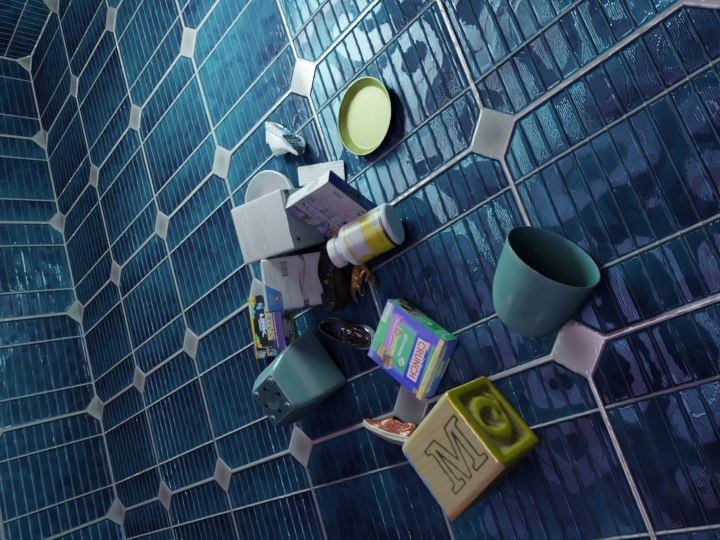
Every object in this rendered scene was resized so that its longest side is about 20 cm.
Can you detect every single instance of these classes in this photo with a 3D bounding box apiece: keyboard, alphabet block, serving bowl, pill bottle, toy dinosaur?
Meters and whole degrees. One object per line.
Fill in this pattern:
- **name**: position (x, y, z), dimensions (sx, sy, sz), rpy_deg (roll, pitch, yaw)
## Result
- **keyboard**: position (-0.119, -0.289, 1.690), dimensions (0.196, 0.010, 0.059), rpy_deg (1, 93, 43)
- **alphabet block**: position (0.246, 0.394, 1.280), dimensions (0.197, 0.192, 0.203), rpy_deg (48, 123, 26)
- **serving bowl**: position (-0.270, -0.210, 1.785), dimensions (0.194, 0.065, 0.208), rpy_deg (5, 99, 29)
- **pill bottle**: position (0.011, -0.085, 1.490), dimensions (0.196, 0.111, 0.115), rpy_deg (-26, 76, 26)
- **toy dinosaur**: position (0.000, 0.000, 1.567), dimensions (0.105, 0.059, 0.207), rpy_deg (24, 108, 40)

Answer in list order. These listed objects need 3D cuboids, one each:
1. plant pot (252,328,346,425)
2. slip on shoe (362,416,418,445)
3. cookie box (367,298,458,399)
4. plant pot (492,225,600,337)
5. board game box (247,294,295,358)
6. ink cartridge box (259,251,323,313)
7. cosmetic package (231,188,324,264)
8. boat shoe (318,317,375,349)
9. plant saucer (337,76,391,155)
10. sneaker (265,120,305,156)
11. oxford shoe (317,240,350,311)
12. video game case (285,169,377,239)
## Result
- **plant pot**: position (-0.198, 0.334, 1.646), dimensions (0.198, 0.199, 0.196), rpy_deg (51, 125, 6)
- **slip on shoe**: position (0.084, 0.425, 1.521), dimensions (0.196, 0.074, 0.063), rpy_deg (-2, 57, 48)
- **cookie box**: position (0.130, 0.197, 1.449), dimensions (0.198, 0.074, 0.176), rpy_deg (35, 114, 35)
- **plant pot**: position (0.361, 0.034, 1.157), dimensions (0.200, 0.197, 0.165), rpy_deg (42, 131, 31)
- **board game box**: position (-0.288, 0.176, 1.844), dimensions (0.162, 0.056, 0.208), rpy_deg (-15, 83, 43)
- **ink cartridge box**: position (-0.186, 0.034, 1.642), dimensions (0.084, 0.193, 0.151), rpy_deg (156, 105, -74)
- **cosmetic package**: position (-0.238, -0.130, 1.646), dimensions (0.195, 0.164, 0.171), rpy_deg (-14, 92, 30)
- **boat shoe**: position (-0.042, 0.178, 1.611), dimensions (0.196, 0.065, 0.072), rpy_deg (20, 106, 40)
- **plant saucer**: position (0.016, -0.419, 1.545), dimensions (0.196, 0.031, 0.208), rpy_deg (4, 95, 43)
- **sneaker**: position (-0.236, -0.390, 1.760), dimensions (0.200, 0.073, 0.089), rpy_deg (43, 127, 41)
- **oxford shoe**: position (-0.073, 0.017, 1.603), dimensions (0.072, 0.083, 0.207), rpy_deg (-21, 69, 45)
- **video game case**: position (-0.074, -0.168, 1.537), dimensions (0.178, 0.198, 0.047), rpy_deg (-24, 46, 39)
